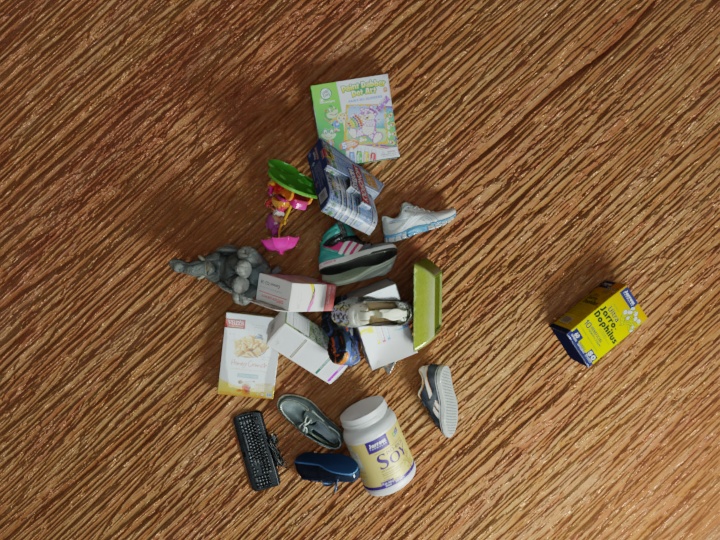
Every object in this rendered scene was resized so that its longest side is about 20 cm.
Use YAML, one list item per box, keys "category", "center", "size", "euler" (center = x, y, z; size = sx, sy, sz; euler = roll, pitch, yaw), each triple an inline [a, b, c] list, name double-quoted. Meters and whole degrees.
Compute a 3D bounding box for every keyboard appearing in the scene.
- category: "keyboard"
  center: [-0.250, 0.454, 1.576]
  size: [0.101, 0.040, 0.205]
  euler: [-16, 97, -4]

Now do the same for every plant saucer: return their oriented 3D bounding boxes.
- category: "plant saucer"
  center: [0.166, 0.078, 1.508]
  size: [0.046, 0.199, 0.206]
  euler: [2, 95, 14]

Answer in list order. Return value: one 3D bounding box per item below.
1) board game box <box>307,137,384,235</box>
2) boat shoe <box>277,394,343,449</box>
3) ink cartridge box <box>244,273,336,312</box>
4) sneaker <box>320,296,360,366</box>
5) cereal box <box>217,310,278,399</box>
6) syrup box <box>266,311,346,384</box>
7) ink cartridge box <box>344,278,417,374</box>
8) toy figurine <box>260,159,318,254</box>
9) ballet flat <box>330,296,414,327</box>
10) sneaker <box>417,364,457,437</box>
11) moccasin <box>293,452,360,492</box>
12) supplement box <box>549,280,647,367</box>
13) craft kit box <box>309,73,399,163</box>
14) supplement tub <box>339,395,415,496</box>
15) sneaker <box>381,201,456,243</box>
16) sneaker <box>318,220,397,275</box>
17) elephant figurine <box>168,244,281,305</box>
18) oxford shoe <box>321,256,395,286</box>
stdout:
- category: "board game box"
  center: [-0.019, -0.188, 1.469]
  size: [0.197, 0.203, 0.062]
  euler: [22, 127, -36]
- category: "boat shoe"
  center: [-0.124, 0.382, 1.572]
  size: [0.198, 0.062, 0.073]
  euler: [37, 90, -8]
- category: "ink cartridge box"
  center: [-0.162, 0.051, 1.460]
  size: [0.114, 0.198, 0.070]
  euler: [13, 96, 36]
- category: "sneaker"
  center: [-0.044, 0.151, 1.519]
  size: [0.075, 0.204, 0.078]
  euler: [-32, 135, 26]
- category: "cereal box"
  center: [-0.273, 0.209, 1.551]
  size: [0.140, 0.040, 0.206]
  euler: [6, 94, -9]
- category: "syrup box"
  center: [-0.126, 0.181, 1.515]
  size: [0.198, 0.079, 0.081]
  euler: [36, 113, -22]
- category: "ink cartridge box"
  center: [0.052, 0.141, 1.539]
  size: [0.122, 0.129, 0.205]
  euler: [-19, 97, -5]
- category: "toy figurine"
  center: [-0.190, -0.139, 1.491]
  size: [0.147, 0.200, 0.188]
  euler: [7, 117, -39]
- category: "ballet flat"
  center: [0.030, 0.097, 1.434]
  size: [0.194, 0.072, 0.074]
  euler: [-1, 95, -6]
- category: "sneaker"
  center: [0.197, 0.328, 1.601]
  size: [0.078, 0.078, 0.205]
  euler: [3, 113, 36]
- category: "moccasin"
  center: [-0.076, 0.497, 1.551]
  size: [0.080, 0.196, 0.070]
  euler: [-26, 107, -46]
- category: "supplement box"
  center: [0.611, 0.134, 1.612]
  size: [0.199, 0.109, 0.110]
  euler: [-39, 98, -2]
- category: "craft kit box"
  center: [-0.014, -0.362, 1.533]
  size: [0.194, 0.049, 0.203]
  euler: [-11, 93, -6]
- category: "supplement tub"
  center: [0.041, 0.432, 1.553]
  size: [0.142, 0.145, 0.204]
  euler: [-24, 97, -4]
- category: "sneaker"
  center: [0.142, -0.134, 1.556]
  size: [0.195, 0.075, 0.089]
  euler: [-18, 91, -5]
- category: "sneaker"
  center: [-0.013, -0.070, 1.518]
  size: [0.194, 0.084, 0.124]
  euler: [-12, 69, 7]
- category: "elephant figurine"
  center: [-0.322, -0.007, 1.492]
  size: [0.196, 0.156, 0.144]
  euler: [11, 59, 30]
- category: "oxford shoe"
  center: [0.000, 0.000, 1.557]
  size: [0.195, 0.058, 0.076]
  euler: [-21, 52, -3]
